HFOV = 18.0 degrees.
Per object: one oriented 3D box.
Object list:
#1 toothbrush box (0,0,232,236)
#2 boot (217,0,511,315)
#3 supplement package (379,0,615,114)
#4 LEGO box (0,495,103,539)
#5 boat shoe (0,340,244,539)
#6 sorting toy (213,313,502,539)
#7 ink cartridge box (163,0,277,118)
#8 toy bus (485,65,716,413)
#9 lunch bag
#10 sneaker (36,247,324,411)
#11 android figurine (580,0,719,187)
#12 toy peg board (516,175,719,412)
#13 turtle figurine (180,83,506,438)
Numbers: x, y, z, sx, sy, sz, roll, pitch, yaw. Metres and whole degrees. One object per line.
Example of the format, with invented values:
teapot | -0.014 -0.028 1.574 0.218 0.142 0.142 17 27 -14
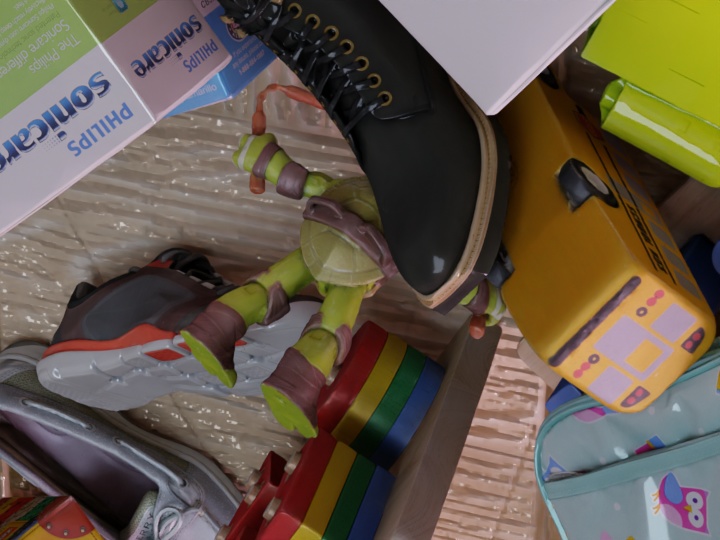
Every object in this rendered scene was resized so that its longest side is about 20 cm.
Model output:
toothbrush box | -0.180 -0.127 1.019 0.145 0.086 0.201 -32 98 33
boot | -0.012 -0.082 1.027 0.138 0.201 0.077 21 131 -32
supplement package | 0.042 -0.189 0.900 0.200 0.121 0.120 46 136 -2
LEGO box | -0.158 0.232 1.309 0.201 0.077 0.149 56 157 -10
boat shoe | -0.141 0.123 1.294 0.202 0.065 0.075 41 124 1
sorting toy | -0.023 0.129 1.159 0.069 0.199 0.200 32 124 -5
ink cartridge box | -0.125 -0.181 1.096 0.124 0.129 0.201 -13 110 28
toy bus | 0.094 -0.028 1.046 0.078 0.201 0.065 32 112 -29
lunch bag | 0.174 0.104 1.019 0.199 0.077 0.161 -24 91 41
sneaker | -0.094 0.020 1.208 0.199 0.083 0.077 -8 152 35
android figurine | 0.178 -0.118 0.992 0.199 0.041 0.183 29 124 -2
toy peg board | 0.191 0.067 1.089 0.199 0.098 0.200 42 129 -1
turtle figurine | 0.000 0.000 1.104 0.199 0.162 0.064 36 160 9
